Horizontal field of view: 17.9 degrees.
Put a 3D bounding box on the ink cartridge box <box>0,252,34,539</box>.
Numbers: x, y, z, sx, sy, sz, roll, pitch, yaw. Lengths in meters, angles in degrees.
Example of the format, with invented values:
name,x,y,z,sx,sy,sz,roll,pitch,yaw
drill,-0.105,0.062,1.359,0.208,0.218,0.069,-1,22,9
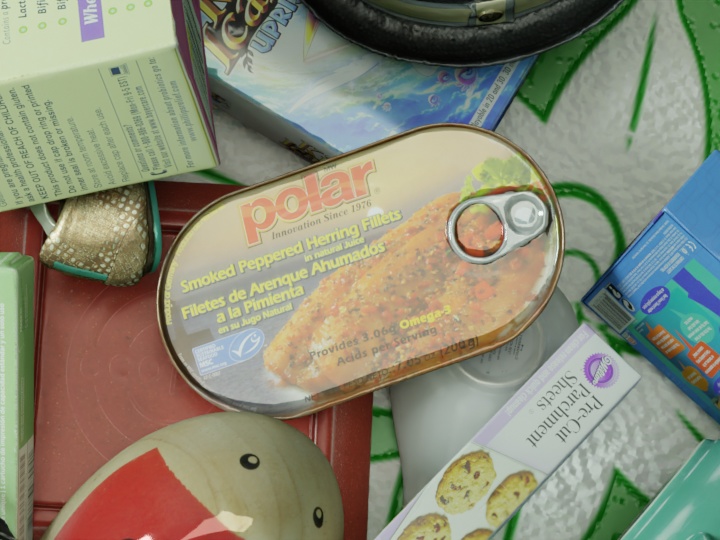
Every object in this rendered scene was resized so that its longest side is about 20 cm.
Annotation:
name,x,y,z,sx,sy,sz,roll,pitch,yaw
ink cartridge box,-0.253,0.062,1.075,0.198,0.048,0.147,2,100,3

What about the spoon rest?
name,x,y,z,sx,sy,sz,roll,pitch,yaw
spoon rest,0.049,0.084,1.132,0.099,0.061,0.201,18,66,-1

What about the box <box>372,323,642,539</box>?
name,x,y,z,sx,sy,sz,roll,pitch,yaw
box,0.051,0.107,1.069,0.041,0.039,0.200,44,68,7

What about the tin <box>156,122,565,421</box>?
name,x,y,z,sx,sy,sz,roll,pitch,yaw
tin,0.000,0.000,1.098,0.199,0.042,0.113,-18,92,0

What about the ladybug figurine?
name,x,y,z,sx,sy,sz,roll,pitch,yaw
ladybug figurine,-0.088,0.159,1.070,0.135,0.072,0.200,35,100,-14

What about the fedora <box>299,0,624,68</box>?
name,x,y,z,sx,sy,sz,roll,pitch,yaw
fedora,0.048,-0.195,1.089,0.199,0.092,0.202,-1,77,5

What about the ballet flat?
name,x,y,z,sx,sy,sz,roll,pitch,yaw
ballet flat,-0.142,-0.085,1.114,0.065,0.071,0.201,-2,58,-20

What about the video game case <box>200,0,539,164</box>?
name,x,y,z,sx,sy,sz,roll,pitch,yaw
video game case,0.010,-0.150,1.162,0.180,0.045,0.201,31,76,3

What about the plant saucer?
name,x,y,z,sx,sy,sz,roll,pitch,yaw
plant saucer,-0.091,0.051,1.132,0.198,0.037,0.202,3,79,-3

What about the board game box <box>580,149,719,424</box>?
name,x,y,z,sx,sy,sz,roll,pitch,yaw
board game box,0.209,0.046,1.090,0.200,0.152,0.045,43,71,4

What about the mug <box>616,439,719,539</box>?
name,x,y,z,sx,sy,sz,roll,pitch,yaw
mug,0.179,0.142,1.057,0.114,0.185,0.152,41,62,9

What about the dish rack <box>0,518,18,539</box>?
name,x,y,z,sx,sy,sz,roll,pitch,yaw
dish rack,-0.233,0.176,0.995,0.153,0.054,0.201,31,64,-35

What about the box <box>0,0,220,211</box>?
name,x,y,z,sx,sy,sz,roll,pitch,yaw
box,-0.177,-0.123,1.055,0.198,0.097,0.177,-11,57,2
